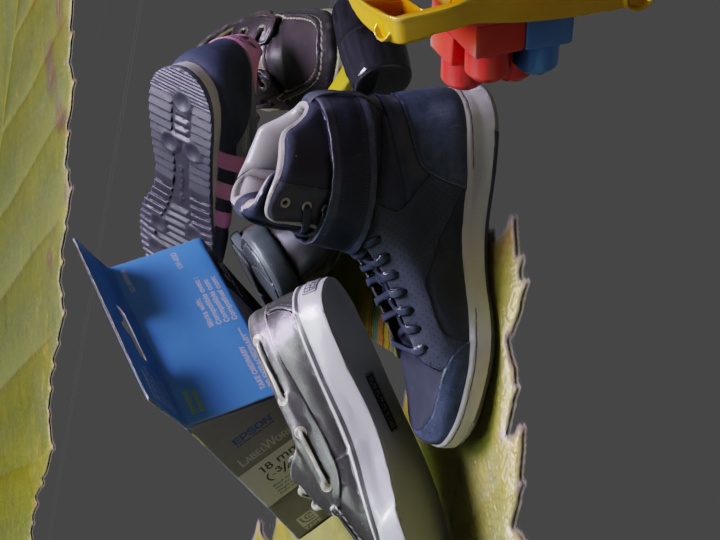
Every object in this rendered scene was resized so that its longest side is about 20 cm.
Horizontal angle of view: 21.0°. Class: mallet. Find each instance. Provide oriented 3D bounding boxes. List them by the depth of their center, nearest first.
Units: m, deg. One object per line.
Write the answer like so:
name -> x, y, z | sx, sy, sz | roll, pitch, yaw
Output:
mallet -> -0.030, -0.104, 1.245 | 0.200, 0.041, 0.067 | -43, 50, 50

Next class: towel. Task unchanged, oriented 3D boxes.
towel -> -0.008, -0.007, 1.256 | 0.200, 0.018, 0.087 | -154, 67, -66

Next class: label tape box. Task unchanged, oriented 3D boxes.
label tape box -> -0.083, 0.059, 1.212 | 0.145, 0.063, 0.200 | 58, -176, 39

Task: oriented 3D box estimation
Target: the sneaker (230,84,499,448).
sneaker -> -0.001, -0.001, 1.073 | 0.077, 0.145, 0.205 | -171, 80, -66

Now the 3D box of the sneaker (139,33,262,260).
sneaker -> -0.098, -0.068, 1.302 | 0.070, 0.082, 0.201 | 33, 138, 19

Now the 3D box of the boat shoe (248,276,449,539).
boat shoe -> -0.006, 0.107, 1.121 | 0.063, 0.071, 0.202 | -24, 81, 21

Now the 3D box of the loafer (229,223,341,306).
loafer -> -0.041, -0.008, 1.256 | 0.072, 0.063, 0.200 | 59, 174, -2

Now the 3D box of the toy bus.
toy bus -> 0.043, -0.167, 0.908 | 0.136, 0.198, 0.194 | -125, 33, -51

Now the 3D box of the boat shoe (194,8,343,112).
boat shoe -> -0.063, -0.139, 1.327 | 0.200, 0.064, 0.074 | 174, 97, -67
